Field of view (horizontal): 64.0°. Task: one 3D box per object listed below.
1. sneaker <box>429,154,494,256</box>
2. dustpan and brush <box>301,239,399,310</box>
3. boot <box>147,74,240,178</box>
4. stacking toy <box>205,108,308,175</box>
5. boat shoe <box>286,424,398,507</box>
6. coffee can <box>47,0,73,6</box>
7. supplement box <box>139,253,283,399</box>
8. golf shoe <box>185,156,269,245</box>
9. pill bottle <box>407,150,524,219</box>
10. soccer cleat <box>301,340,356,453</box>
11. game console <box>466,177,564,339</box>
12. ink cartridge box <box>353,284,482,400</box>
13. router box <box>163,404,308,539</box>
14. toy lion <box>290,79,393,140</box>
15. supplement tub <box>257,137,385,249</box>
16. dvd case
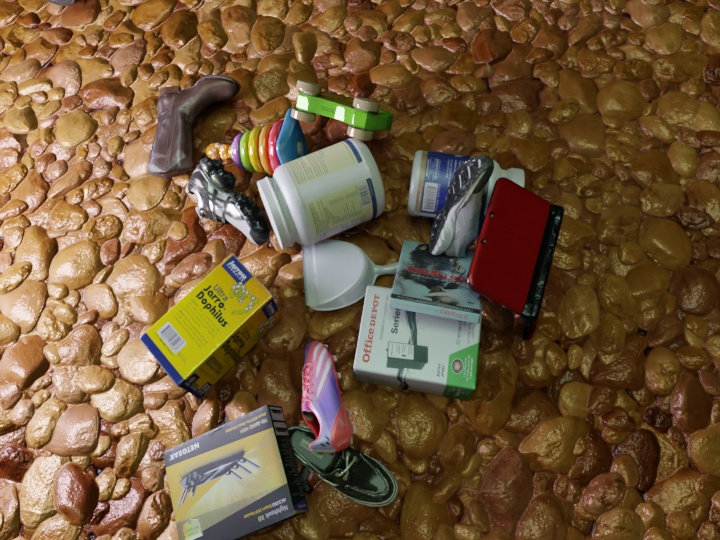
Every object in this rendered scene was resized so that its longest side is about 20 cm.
[{"bbox_3d":[0.176,-0.102,0.947,0.077,0.202,0.075,13,45,-7],"label":"sneaker"},{"bbox_3d":[0.000,0.000,1.018,0.195,0.058,0.142,-13,55,5],"label":"dustpan and brush"},{"bbox_3d":[-0.325,-0.276,1.129,0.181,0.064,0.205,-8,64,14],"label":"boot"},{"bbox_3d":[-0.205,-0.226,1.095,0.194,0.111,0.118,0,54,14],"label":"stacking toy"},{"bbox_3d":[-0.033,0.301,0.888,0.196,0.064,0.072,24,71,11],"label":"boat shoe"},{"bbox_3d":[-0.659,-0.721,1.278,0.143,0.147,0.204,15,69,9],"label":"coffee can"},{"bbox_3d":[-0.241,0.094,0.955,0.109,0.109,0.200,41,76,17],"label":"supplement box"},{"bbox_3d":[-0.247,-0.111,1.067,0.094,0.078,0.201,-42,75,12],"label":"golf shoe"},{"bbox_3d":[0.186,-0.144,1.027,0.194,0.116,0.119,8,68,5],"label":"pill bottle"},{"bbox_3d":[-0.066,0.191,0.902,0.074,0.068,0.202,-3,45,-22],"label":"soccer cleat"},{"bbox_3d":[0.255,-0.016,0.951,0.116,0.173,0.204,15,70,18],"label":"game console"},{"bbox_3d":[0.093,0.117,0.945,0.194,0.083,0.150,8,68,6],"label":"ink cartridge box"},{"bbox_3d":[-0.191,0.316,0.866,0.196,0.052,0.160,-26,68,12],"label":"router box"},{"bbox_3d":[-0.022,-0.299,1.068,0.197,0.191,0.070,23,112,24],"label":"toy lion"},{"bbox_3d":[-0.069,-0.133,1.013,0.196,0.146,0.147,-22,69,-10],"label":"supplement tub"},{"bbox_3d":[0.129,0.013,0.956,0.142,0.023,0.201,10,32,7],"label":"dvd case"}]
